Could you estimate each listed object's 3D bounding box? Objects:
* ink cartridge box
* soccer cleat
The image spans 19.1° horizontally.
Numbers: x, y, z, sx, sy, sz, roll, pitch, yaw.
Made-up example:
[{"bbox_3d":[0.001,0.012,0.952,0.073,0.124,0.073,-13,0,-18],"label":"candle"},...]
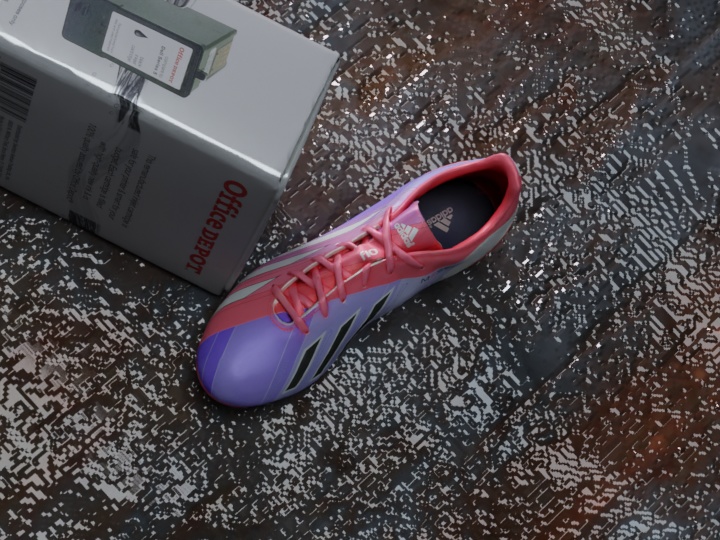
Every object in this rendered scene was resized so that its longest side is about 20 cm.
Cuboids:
[{"bbox_3d":[-0.127,-0.088,1.066,0.200,0.146,0.084,27,63,-4],"label":"ink cartridge box"},{"bbox_3d":[0.000,0.000,1.104,0.200,0.076,0.067,-31,80,-24],"label":"soccer cleat"}]
